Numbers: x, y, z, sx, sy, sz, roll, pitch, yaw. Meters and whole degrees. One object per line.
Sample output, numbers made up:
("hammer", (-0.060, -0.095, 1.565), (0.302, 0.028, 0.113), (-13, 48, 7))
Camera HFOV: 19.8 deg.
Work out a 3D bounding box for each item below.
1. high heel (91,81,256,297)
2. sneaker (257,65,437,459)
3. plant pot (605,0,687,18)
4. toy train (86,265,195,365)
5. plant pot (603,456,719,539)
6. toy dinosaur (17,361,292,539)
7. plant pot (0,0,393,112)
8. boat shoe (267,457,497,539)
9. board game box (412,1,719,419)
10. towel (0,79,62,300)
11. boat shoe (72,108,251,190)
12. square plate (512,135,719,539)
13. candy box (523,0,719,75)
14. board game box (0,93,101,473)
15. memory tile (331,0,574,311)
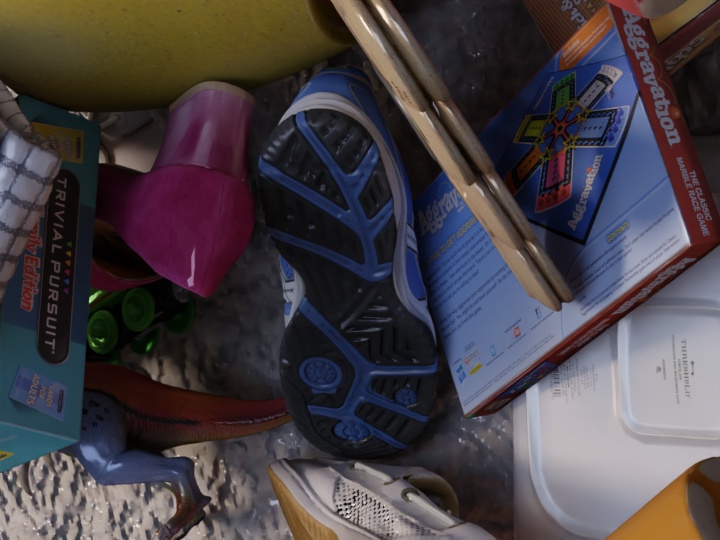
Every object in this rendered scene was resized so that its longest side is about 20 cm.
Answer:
("high heel", (-0.097, -0.004, 0.932), (0.200, 0.067, 0.096), (-33, 43, 55))
("sneaker", (0.000, 0.000, 0.935), (0.075, 0.077, 0.201), (2, 125, 7))
("plant pot", (0.077, -0.197, 0.730), (0.177, 0.200, 0.201), (39, 118, 12))
("toy train", (-0.161, 0.038, 1.088), (0.200, 0.042, 0.057), (-31, 67, 35))
("plant pot", (0.128, 0.180, 0.793), (0.200, 0.200, 0.184), (43, 118, 24))
("toy dinosaur", (-0.148, 0.064, 1.038), (0.200, 0.105, 0.182), (-43, 85, 3))
("plant pot", (-0.060, -0.157, 0.897), (0.142, 0.200, 0.201), (13, 104, 26))
("boat shoe", (0.014, 0.120, 0.927), (0.071, 0.069, 0.200), (67, 166, -18))
("board game box", (0.077, -0.019, 0.856), (0.200, 0.019, 0.103), (-45, 59, 58))
("towel", (-0.221, -0.025, 0.888), (0.200, 0.085, 0.166), (39, 108, 51))
("boat shoe", (-0.128, -0.088, 1.024), (0.072, 0.068, 0.200), (-38, 76, 32))
("square plate", (0.140, 0.043, 0.871), (0.198, 0.028, 0.201), (0, 97, 36))
("candy box", (0.097, -0.184, 0.852), (0.115, 0.055, 0.200), (-37, 76, 34))
("board game box", (-0.198, 0.026, 0.953), (0.200, 0.047, 0.152), (-23, 58, 44))
("memory tile", (0.017, -0.074, 0.788), (0.017, 0.200, 0.153), (-34, 53, 3))
